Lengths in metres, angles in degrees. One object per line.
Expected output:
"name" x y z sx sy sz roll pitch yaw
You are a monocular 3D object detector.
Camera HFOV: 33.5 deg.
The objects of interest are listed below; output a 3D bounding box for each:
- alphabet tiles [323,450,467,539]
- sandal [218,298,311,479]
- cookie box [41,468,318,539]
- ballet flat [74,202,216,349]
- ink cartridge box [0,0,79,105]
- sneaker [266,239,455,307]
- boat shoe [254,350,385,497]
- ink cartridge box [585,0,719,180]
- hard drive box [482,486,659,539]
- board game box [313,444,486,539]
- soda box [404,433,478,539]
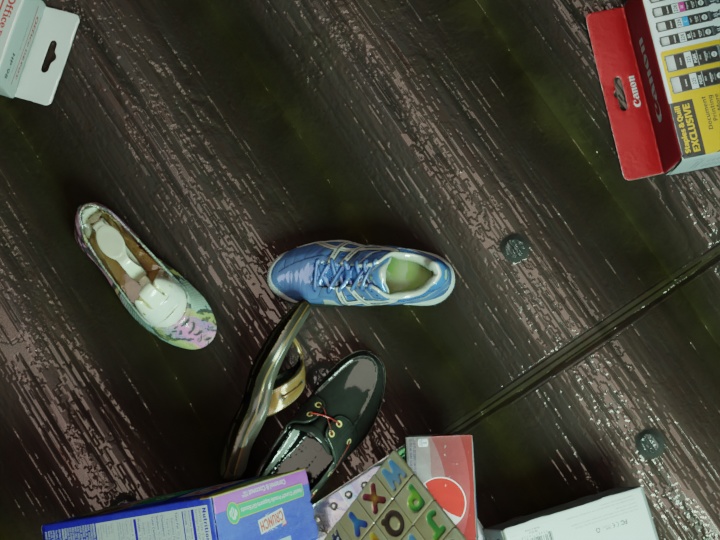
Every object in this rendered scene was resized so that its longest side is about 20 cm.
"alphabet tiles" 0.025 0.303 1.152 0.167 0.008 0.200 49 114 33
"sandal" -0.089 0.126 1.236 0.054 0.082 0.200 22 81 -12
"cookie box" -0.168 0.249 1.137 0.200 0.171 0.075 -14 83 25
"ballet flat" -0.233 0.006 1.257 0.069 0.071 0.200 -43 83 -6
"ink cartridge box" -0.422 -0.265 1.302 0.199 0.067 0.116 16 82 3
"sneaker" 0.000 0.000 1.251 0.199 0.077 0.076 -2 83 2
"boat shoe" -0.039 0.170 1.235 0.074 0.063 0.202 35 82 8
"ink cartridge box" 0.350 -0.211 1.271 0.175 0.084 0.201 -13 82 0
"hard drive box" 0.228 0.332 1.184 0.155 0.077 0.201 -13 81 -12
"board game box" 0.035 0.307 1.231 0.200 0.026 0.200 -33 83 -3
"soda box" 0.080 0.262 1.174 0.070 0.063 0.201 -2 82 2
